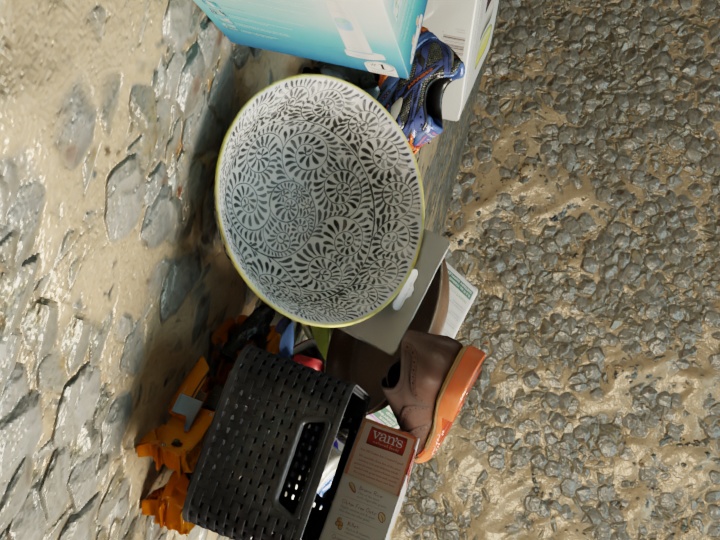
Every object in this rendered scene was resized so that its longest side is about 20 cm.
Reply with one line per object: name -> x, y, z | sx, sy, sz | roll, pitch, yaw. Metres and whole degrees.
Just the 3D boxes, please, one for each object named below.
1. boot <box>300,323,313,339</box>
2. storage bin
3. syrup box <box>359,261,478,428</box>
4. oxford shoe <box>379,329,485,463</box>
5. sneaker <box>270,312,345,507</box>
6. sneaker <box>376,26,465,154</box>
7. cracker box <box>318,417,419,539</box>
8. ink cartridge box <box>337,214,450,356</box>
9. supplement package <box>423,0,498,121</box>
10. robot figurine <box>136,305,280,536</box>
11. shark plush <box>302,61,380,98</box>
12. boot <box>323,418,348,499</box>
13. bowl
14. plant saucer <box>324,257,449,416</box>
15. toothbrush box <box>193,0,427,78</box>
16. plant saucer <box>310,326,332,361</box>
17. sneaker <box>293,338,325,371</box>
boot -> -0.027, -0.010, 1.119 | 0.156, 0.072, 0.202 | -64, 167, -45
storage bin -> -0.060, 0.148, 0.717 | 0.200, 0.092, 0.137 | 71, 38, -78
syrup box -> 0.054, 0.082, 1.013 | 0.081, 0.078, 0.201 | -38, -164, 52
oxford shoe -> 0.054, 0.108, 0.769 | 0.072, 0.072, 0.201 | -56, 168, -32
sneaker -> -0.059, 0.155, 0.925 | 0.081, 0.144, 0.203 | 69, 37, -74
sneaker -> 0.041, -0.144, 0.887 | 0.075, 0.078, 0.203 | -14, 130, -66
cracker box -> -0.008, 0.247, 0.760 | 0.135, 0.057, 0.202 | 93, 16, -62
ink cartridge box -> 0.000, 0.000, 0.822 | 0.068, 0.199, 0.116 | 32, 86, -50
supplement package -> 0.093, -0.336, 1.117 | 0.201, 0.145, 0.193 | -64, 165, -46
robot figurine -> -0.124, 0.119, 0.766 | 0.201, 0.057, 0.147 | -63, 164, -52
shark plush -> -0.008, -0.205, 0.912 | 0.200, 0.082, 0.093 | 16, 68, -68
boot -> -0.018, 0.199, 1.023 | 0.174, 0.068, 0.204 | -45, 148, -80
bowl -> -0.051, -0.053, 0.736 | 0.094, 0.199, 0.204 | -6, -117, 55
plant saucer -> 0.030, 0.056, 0.879 | 0.200, 0.032, 0.202 | -47, -152, 35
toothbrush box -> -0.037, -0.202, 0.555 | 0.200, 0.144, 0.087 | 17, 87, -79
plant saucer -> -0.004, -0.017, 1.033 | 0.199, 0.047, 0.203 | -30, 126, -56
sneaker -> -0.078, 0.179, 1.076 | 0.113, 0.070, 0.202 | 98, 3, -53
